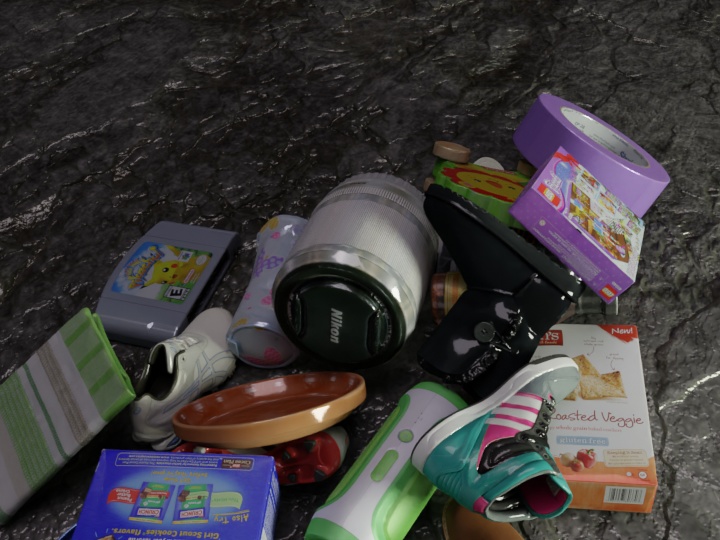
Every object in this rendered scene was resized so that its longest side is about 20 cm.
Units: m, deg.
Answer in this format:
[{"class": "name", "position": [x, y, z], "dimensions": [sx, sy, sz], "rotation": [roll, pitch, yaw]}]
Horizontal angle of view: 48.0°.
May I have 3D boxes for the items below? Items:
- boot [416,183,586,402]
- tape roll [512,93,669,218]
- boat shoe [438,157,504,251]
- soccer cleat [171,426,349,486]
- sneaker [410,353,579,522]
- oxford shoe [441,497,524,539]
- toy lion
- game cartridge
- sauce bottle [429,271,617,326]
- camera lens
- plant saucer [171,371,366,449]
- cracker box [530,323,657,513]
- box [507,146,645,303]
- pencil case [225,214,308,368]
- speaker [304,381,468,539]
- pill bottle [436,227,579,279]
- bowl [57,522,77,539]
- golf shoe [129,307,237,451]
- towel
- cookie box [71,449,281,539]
[{"class": "boot", "position": [0.107, 0.028, 0.836], "dimensions": [0.200, 0.076, 0.168], "rotation": [38, 92, 8]}, {"class": "tape roll", "position": [0.300, -0.149, 1.057], "dimensions": [0.200, 0.066, 0.200], "rotation": [24, 27, -13]}, {"class": "boat shoe", "position": [0.115, -0.076, 1.081], "dimensions": [0.202, 0.060, 0.072], "rotation": [-41, 92, -27]}, {"class": "soccer cleat", "position": [-0.106, 0.195, 0.839], "dimensions": [0.199, 0.069, 0.085], "rotation": [-13, 1, 18]}, {"class": "sneaker", "position": [0.159, 0.162, 0.748], "dimensions": [0.200, 0.084, 0.121], "rotation": [-27, 52, -25]}, {"class": "oxford shoe", "position": [0.137, 0.273, 0.726], "dimensions": [0.071, 0.071, 0.200], "rotation": [-24, 46, -14]}, {"class": "toy lion", "position": [0.174, -0.091, 0.970], "dimensions": [0.199, 0.069, 0.192], "rotation": [8, 21, -22]}, {"class": "game cartridge", "position": [-0.254, 0.012, 1.052], "dimensions": [0.133, 0.041, 0.200], "rotation": [6, 46, 18]}, {"class": "sauce bottle", "position": [0.178, 0.029, 0.890], "dimensions": [0.199, 0.066, 0.066], "rotation": [-4, 44, 14]}, {"class": "camera lens", "position": [0.000, 0.000, 0.918], "dimensions": [0.159, 0.160, 0.200], "rotation": [8, 38, 14]}, {"class": "plant saucer", "position": [-0.092, 0.144, 0.834], "dimensions": [0.200, 0.032, 0.200], "rotation": [-10, 3, 1]}, {"class": "cracker box", "position": [0.228, 0.147, 0.847], "dimensions": [0.133, 0.058, 0.200], "rotation": [0, 45, 10]}, {"class": "box", "position": [0.239, -0.057, 0.874], "dimensions": [0.137, 0.039, 0.200], "rotation": [43, 29, 2]}, {"class": "pencil case", "position": [-0.100, 0.022, 0.989], "dimensions": [0.090, 0.083, 0.200], "rotation": [14, 47, -5]}, {"class": "speaker", "position": [0.033, 0.204, 0.794], "dimensions": [0.088, 0.089, 0.200], "rotation": [23, 52, 26]}, {"class": "pill bottle", "position": [0.198, -0.004, 0.968], "dimensions": [0.199, 0.106, 0.106], "rotation": [11, 47, 15]}, {"class": "bowl", "position": [-0.208, 0.307, 0.751], "dimensions": [0.200, 0.039, 0.201], "rotation": [-3, 45, 3]}, {"class": "golf shoe", "position": [-0.196, 0.102, 0.914], "dimensions": [0.078, 0.097, 0.200], "rotation": [7, 45, 15]}, {"class": "towel", "position": [-0.335, 0.154, 0.869], "dimensions": [0.200, 0.031, 0.149], "rotation": [-42, 54, 2]}, {"class": "cookie box", "position": [-0.169, 0.264, 0.708], "dimensions": [0.171, 0.075, 0.200], "rotation": [1, 45, 7]}]
